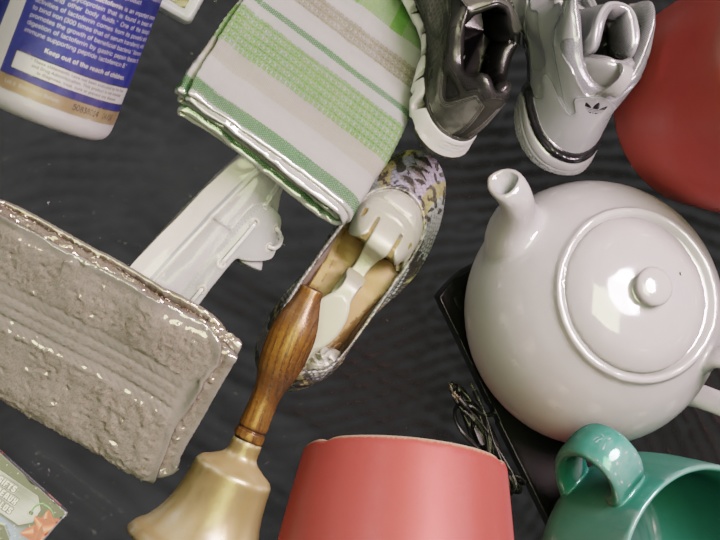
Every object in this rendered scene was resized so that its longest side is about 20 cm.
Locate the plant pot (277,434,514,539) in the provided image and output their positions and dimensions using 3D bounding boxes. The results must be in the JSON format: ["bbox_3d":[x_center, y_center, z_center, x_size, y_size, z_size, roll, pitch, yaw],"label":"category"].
[{"bbox_3d":[0.024,0.211,1.538,0.199,0.200,0.179,8,75,-7],"label":"plant pot"}]

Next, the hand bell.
[{"bbox_3d":[-0.071,0.105,1.551,0.103,0.104,0.201,24,93,-5],"label":"hand bell"}]

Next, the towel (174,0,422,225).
[{"bbox_3d":[-0.030,-0.140,1.586,0.149,0.031,0.201,37,52,-11],"label":"towel"}]

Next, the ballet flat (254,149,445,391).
[{"bbox_3d":[0.000,0.000,1.603,0.072,0.072,0.201,36,82,-4],"label":"ballet flat"}]

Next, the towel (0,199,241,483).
[{"bbox_3d":[-0.191,0.052,1.562,0.199,0.035,0.133,28,113,-4],"label":"towel"}]

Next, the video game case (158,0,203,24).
[{"bbox_3d":[-0.165,-0.301,1.625,0.199,0.023,0.183,29,82,-6],"label":"video game case"}]

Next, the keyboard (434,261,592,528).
[{"bbox_3d":[0.105,0.095,1.636,0.104,0.040,0.201,-25,89,-32],"label":"keyboard"}]

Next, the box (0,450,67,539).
[{"bbox_3d":[-0.318,0.150,1.562,0.200,0.040,0.137,43,83,-3],"label":"box"}]

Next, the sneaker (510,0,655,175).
[{"bbox_3d":[0.150,-0.175,1.585,0.075,0.115,0.201,9,56,-21],"label":"sneaker"}]

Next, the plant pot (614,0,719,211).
[{"bbox_3d":[0.278,-0.122,1.571,0.199,0.177,0.202,1,87,-26],"label":"plant pot"}]

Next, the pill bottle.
[{"bbox_3d":[-0.188,-0.200,1.548,0.115,0.116,0.201,22,96,-6],"label":"pill bottle"}]

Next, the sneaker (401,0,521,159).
[{"bbox_3d":[0.073,-0.183,1.594,0.066,0.090,0.202,12,62,-32],"label":"sneaker"}]

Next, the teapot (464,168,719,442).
[{"bbox_3d":[0.177,0.026,1.572,0.198,0.146,0.199,-9,83,-21],"label":"teapot"}]

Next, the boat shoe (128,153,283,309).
[{"bbox_3d":[-0.092,-0.026,1.591,0.069,0.072,0.200,44,81,-5],"label":"boat shoe"}]

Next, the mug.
[{"bbox_3d":[0.196,0.186,1.578,0.151,0.114,0.187,-8,98,-33],"label":"mug"}]
